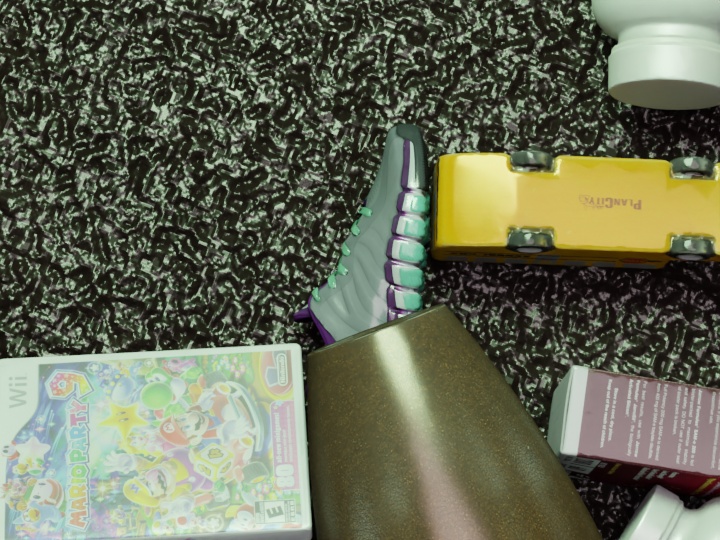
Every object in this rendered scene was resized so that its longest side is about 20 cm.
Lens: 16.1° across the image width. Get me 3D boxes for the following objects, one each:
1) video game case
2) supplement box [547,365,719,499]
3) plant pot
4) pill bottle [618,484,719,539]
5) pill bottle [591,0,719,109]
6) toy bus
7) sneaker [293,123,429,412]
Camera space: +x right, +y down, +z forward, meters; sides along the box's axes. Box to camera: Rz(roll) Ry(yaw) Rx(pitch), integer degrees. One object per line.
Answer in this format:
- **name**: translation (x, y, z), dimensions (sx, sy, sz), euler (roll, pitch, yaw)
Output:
- **video game case**: translation (-0.133, 0.113, 1.616), dimensions (0.198, 0.018, 0.144), euler (-3, 53, -2)
- **supplement box**: translation (0.224, 0.112, 1.647), dimensions (0.198, 0.109, 0.061), euler (8, 78, 0)
- **plant pot**: translation (0.044, 0.130, 1.582), dimensions (0.186, 0.187, 0.202), euler (-19, 90, -5)
- **pill bottle**: translation (0.257, 0.219, 1.628), dimensions (0.199, 0.111, 0.111), euler (31, 80, 3)
- **pill bottle**: translation (0.211, -0.214, 1.701), dimensions (0.111, 0.112, 0.202), euler (4, 80, -2)
- **toy bus**: translation (0.148, -0.038, 1.685), dimensions (0.198, 0.078, 0.066), euler (2, 79, -2)
- **sneaker**: translation (0.000, 0.000, 1.677), dimensions (0.087, 0.074, 0.202), euler (3, 81, 3)
